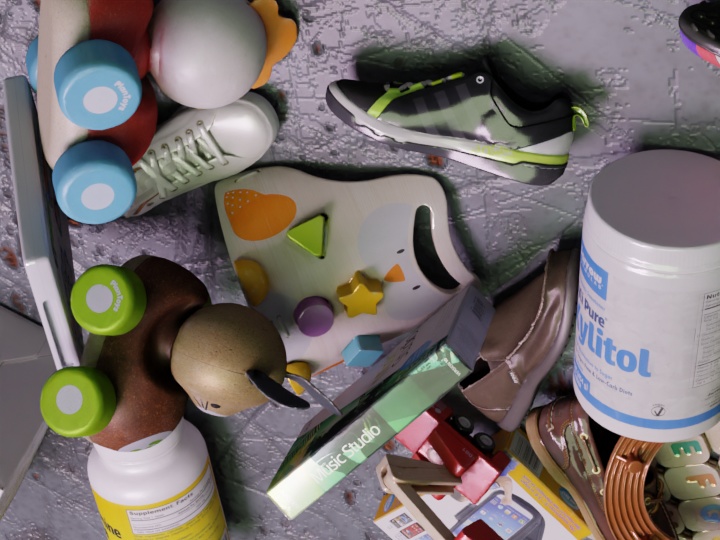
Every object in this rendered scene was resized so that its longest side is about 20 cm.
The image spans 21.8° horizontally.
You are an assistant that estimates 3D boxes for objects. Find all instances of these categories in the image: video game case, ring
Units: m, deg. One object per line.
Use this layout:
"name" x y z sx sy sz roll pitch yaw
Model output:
"video game case" -0.252 -0.025 1.504 0.024 0.200 0.182 -11 141 -4
"ring" 0.303 0.180 1.576 0.200 0.019 0.201 -4 115 -8

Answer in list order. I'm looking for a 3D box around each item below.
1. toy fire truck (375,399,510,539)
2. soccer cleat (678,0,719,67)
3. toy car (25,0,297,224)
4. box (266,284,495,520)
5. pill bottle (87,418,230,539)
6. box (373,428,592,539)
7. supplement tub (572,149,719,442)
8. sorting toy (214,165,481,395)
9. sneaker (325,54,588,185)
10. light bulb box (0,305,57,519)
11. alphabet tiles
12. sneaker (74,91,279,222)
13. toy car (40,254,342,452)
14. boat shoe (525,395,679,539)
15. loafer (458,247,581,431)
"toy fire truck" 0.058 0.171 1.587 0.200 0.141 0.049 40 121 10
"soccer cleat" 0.315 -0.131 1.345 0.200 0.068 0.073 20 135 -2
"toy car" -0.145 -0.154 1.431 0.200 0.184 0.177 -5 133 -16
"box" 0.018 0.104 1.500 0.036 0.144 0.200 46 110 -5
"pill bottle" -0.191 0.207 1.746 0.112 0.112 0.200 2 128 16
"box" 0.106 0.228 1.713 0.119 0.041 0.200 44 127 -15
"supplement tub" 0.234 0.022 1.451 0.132 0.132 0.200 7 130 12
"sorting toy" 0.000 0.000 1.546 0.180 0.107 0.200 -20 122 8
"sneaker" 0.075 -0.130 1.433 0.200 0.072 0.083 16 107 3
"light bulb box" -0.369 0.166 1.712 0.125 0.198 0.200 29 130 -4
"alphabet tiles" 0.271 0.187 1.650 0.195 0.015 0.200 -11 123 25
"sneaker" -0.156 -0.081 1.519 0.200 0.085 0.073 -20 118 28
"toy car" -0.117 0.085 1.466 0.200 0.164 0.158 17 92 18
"boat shoe" 0.223 0.188 1.610 0.070 0.070 0.200 -22 118 38
"loafer" 0.130 0.056 1.548 0.071 0.073 0.200 21 131 0
